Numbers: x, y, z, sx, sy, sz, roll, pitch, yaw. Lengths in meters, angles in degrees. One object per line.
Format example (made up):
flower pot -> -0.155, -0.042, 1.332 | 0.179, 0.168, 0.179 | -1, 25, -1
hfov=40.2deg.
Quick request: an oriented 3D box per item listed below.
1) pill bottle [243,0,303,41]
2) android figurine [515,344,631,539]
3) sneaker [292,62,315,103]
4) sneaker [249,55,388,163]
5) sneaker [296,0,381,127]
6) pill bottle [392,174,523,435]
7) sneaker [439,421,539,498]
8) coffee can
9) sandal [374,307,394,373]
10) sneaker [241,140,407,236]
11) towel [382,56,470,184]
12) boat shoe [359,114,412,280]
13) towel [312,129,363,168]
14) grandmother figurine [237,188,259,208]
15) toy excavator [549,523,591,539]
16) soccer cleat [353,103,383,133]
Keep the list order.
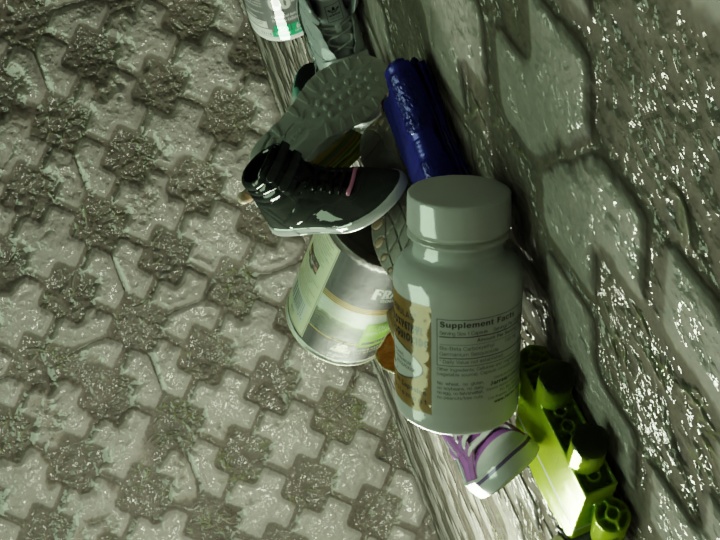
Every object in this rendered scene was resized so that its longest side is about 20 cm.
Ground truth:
pill bottle -> -0.125, -0.437, 1.393 | 0.201, 0.111, 0.114 | 75, 172, -55
android figurine -> 0.183, 0.162, 0.878 | 0.201, 0.040, 0.184 | 78, 170, -57
sneaker -> -0.057, -0.179, 1.392 | 0.141, 0.076, 0.203 | 65, -146, -52
sneaker -> -0.047, -0.179, 1.158 | 0.077, 0.199, 0.080 | 53, -174, 0
sneaker -> -0.028, -0.277, 1.194 | 0.115, 0.074, 0.203 | 99, 150, -80
pill bottle -> 0.084, 0.028, 0.850 | 0.115, 0.112, 0.204 | -122, 28, -64
sneaker -> 0.096, 0.145, 0.928 | 0.115, 0.072, 0.200 | 51, 173, -1
coffee can -> 0.000, 0.000, 1.203 | 0.148, 0.144, 0.201 | 66, 149, 30
sandal -> 0.046, 0.089, 1.180 | 0.212, 0.069, 0.079 | 40, -150, -70
sneaker -> -0.049, -0.094, 1.058 | 0.099, 0.197, 0.072 | 48, -131, -37
towel -> 0.077, -0.100, 0.972 | 0.148, 0.049, 0.203 | 83, 168, -84
boat shoe -> 0.056, -0.077, 1.088 | 0.074, 0.072, 0.204 | -26, 64, 43
towel -> -0.055, -0.157, 1.225 | 0.018, 0.086, 0.200 | 48, 177, -30
grandmother figurine -> -0.099, -0.091, 1.261 | 0.062, 0.119, 0.200 | -68, 19, 3
toy excavator -> 0.225, 0.336, 0.926 | 0.200, 0.099, 0.196 | 50, 166, 36
soccer cleat -> -0.010, -0.189, 1.339 | 0.200, 0.076, 0.070 | 163, 86, -85
